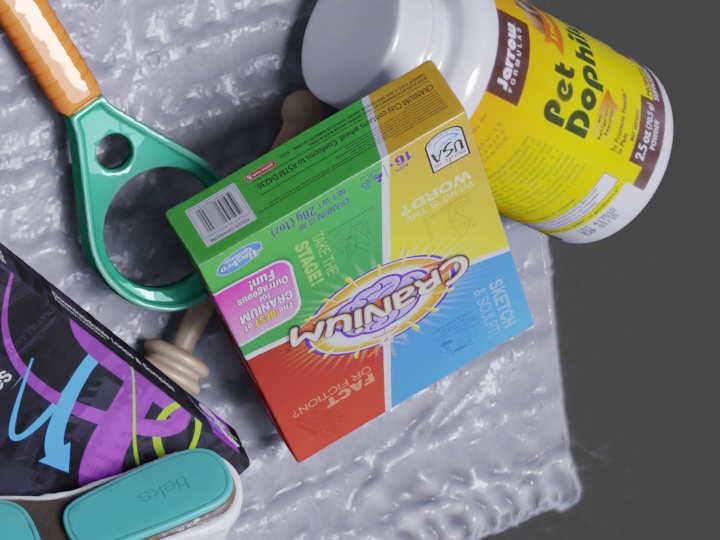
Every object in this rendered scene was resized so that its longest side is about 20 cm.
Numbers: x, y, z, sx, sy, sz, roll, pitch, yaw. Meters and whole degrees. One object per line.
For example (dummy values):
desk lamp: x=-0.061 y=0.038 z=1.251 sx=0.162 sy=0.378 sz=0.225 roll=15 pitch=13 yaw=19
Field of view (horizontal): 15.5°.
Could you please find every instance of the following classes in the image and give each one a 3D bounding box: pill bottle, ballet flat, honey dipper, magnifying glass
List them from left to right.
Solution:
ballet flat: x=-0.151 y=0.141 z=1.286 sx=0.199 sy=0.069 sz=0.070 roll=-14 pitch=111 yaw=-15
magnifying glass: x=-0.127 y=-0.066 z=1.311 sx=0.079 sy=0.022 sz=0.200 roll=-36 pitch=113 yaw=-11
honey dipper: x=-0.070 y=-0.004 z=1.381 sx=0.038 sy=0.038 sz=0.201 roll=35 pitch=77 yaw=-38
pill bottle: x=0.066 y=-0.093 z=1.408 sx=0.199 sy=0.109 sz=0.110 roll=22 pitch=89 yaw=-39

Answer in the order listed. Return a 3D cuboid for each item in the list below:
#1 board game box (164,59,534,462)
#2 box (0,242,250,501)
board game box: x=0.000 y=0.000 z=1.351 sx=0.153 sy=0.040 sz=0.200 roll=-30 pitch=145 yaw=-5
box: x=-0.168 y=0.086 z=1.298 sx=0.143 sy=0.036 sz=0.200 roll=-44 pitch=125 yaw=6
